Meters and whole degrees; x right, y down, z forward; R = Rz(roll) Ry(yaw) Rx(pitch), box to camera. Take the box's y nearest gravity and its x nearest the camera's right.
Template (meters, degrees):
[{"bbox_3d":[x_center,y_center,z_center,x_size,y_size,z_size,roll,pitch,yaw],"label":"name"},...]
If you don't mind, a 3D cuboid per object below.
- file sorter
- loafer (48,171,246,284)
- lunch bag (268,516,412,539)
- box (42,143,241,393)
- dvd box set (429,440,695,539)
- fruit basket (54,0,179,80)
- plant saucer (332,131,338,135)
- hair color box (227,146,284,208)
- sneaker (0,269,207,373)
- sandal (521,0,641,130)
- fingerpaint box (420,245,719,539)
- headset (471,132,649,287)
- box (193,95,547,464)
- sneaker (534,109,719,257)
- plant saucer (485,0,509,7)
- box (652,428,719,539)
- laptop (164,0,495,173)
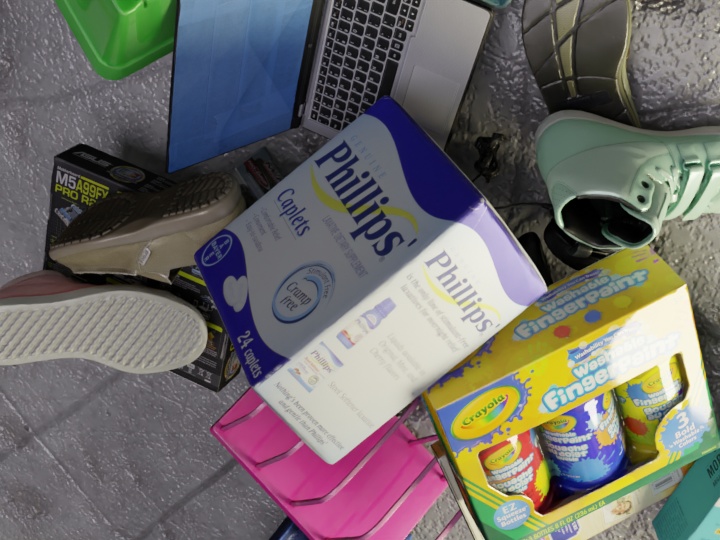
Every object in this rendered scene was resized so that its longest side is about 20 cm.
[{"bbox_3d":[-0.004,0.157,1.021,0.200,0.139,0.125,47,155,-4],"label":"file sorter"},{"bbox_3d":[-0.171,-0.023,0.947,0.198,0.076,0.069,-9,123,33],"label":"loafer"},{"bbox_3d":[-0.045,0.316,1.145,0.132,0.136,0.201,38,125,2],"label":"lunch bag"},{"bbox_3d":[-0.188,-0.002,1.035,0.198,0.044,0.162,22,118,15],"label":"box"},{"bbox_3d":[0.172,0.159,0.964,0.198,0.029,0.147,-28,116,-2],"label":"dvd box set"},{"bbox_3d":[-0.175,-0.258,0.865,0.216,0.154,0.216,53,164,22],"label":"fruit basket"},{"bbox_3d":[0.026,-0.182,0.940,0.070,0.019,0.201,38,122,2],"label":"plant saucer"},{"bbox_3d":[-0.139,-0.016,1.068,0.199,0.061,0.099,-32,98,32],"label":"hair color box"},{"bbox_3d":[-0.232,0.038,1.013,0.197,0.105,0.076,1,106,-7],"label":"sneaker"},{"bbox_3d":[0.169,-0.153,0.874,0.079,0.058,0.203,-3,128,18],"label":"sandal"},{"bbox_3d":[0.155,0.099,0.865,0.198,0.074,0.168,-25,124,-4],"label":"fingerpaint box"},{"bbox_3d":[0.156,-0.021,0.941,0.123,0.094,0.200,-35,113,21],"label":"headset"},{"bbox_3d":[0.000,0.000,0.843,0.199,0.184,0.105,-39,127,3],"label":"box"},{"bbox_3d":[0.225,-0.048,0.837,0.197,0.119,0.074,8,132,-3],"label":"sneaker"},{"bbox_3d":[0.027,-0.243,0.798,0.198,0.019,0.070,24,161,-12],"label":"plant saucer"},{"bbox_3d":[0.324,0.164,0.943,0.081,0.049,0.202,13,124,-17],"label":"box"},{"bbox_3d":[-0.029,-0.132,0.875,0.198,0.117,0.188,24,143,5],"label":"laptop"}]
